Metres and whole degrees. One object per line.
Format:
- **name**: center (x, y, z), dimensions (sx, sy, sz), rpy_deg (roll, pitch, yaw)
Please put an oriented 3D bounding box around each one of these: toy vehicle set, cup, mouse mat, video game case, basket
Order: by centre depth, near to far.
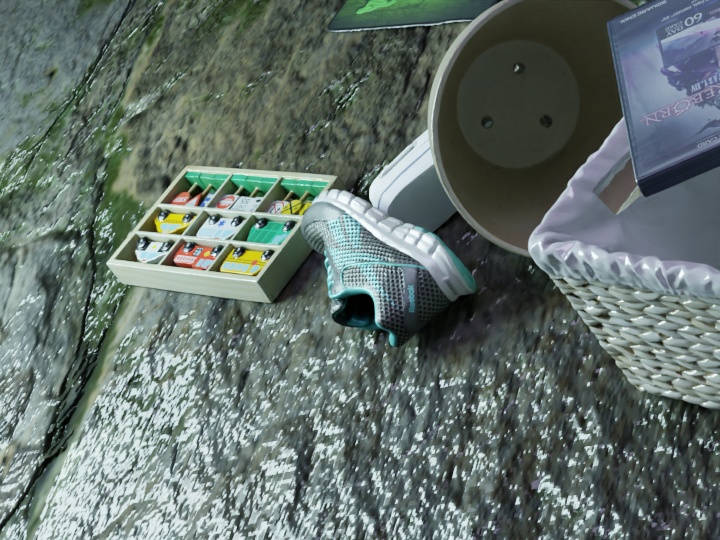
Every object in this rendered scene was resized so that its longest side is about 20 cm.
- **basket**: center (0.256, -0.020, 1.505), dimensions (0.199, 0.161, 0.198), rpy_deg (12, 54, 47)
- **video game case**: center (0.238, -0.137, 1.512), dimensions (0.142, 0.019, 0.200), rpy_deg (-24, 32, 16)
- **cup**: center (0.135, -0.118, 1.734), dimensions (0.200, 0.201, 0.143), rpy_deg (-37, 14, -3)
- **toy vehicle set**: center (-0.114, -0.034, 1.971), dimensions (0.199, 0.027, 0.124), rpy_deg (6, 50, 45)
- **mouse mat**: center (0.074, -0.280, 2.136), dimensions (0.199, 0.008, 0.161), rpy_deg (0, 46, 43)

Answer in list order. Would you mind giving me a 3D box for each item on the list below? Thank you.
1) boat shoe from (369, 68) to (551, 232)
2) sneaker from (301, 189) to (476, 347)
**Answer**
- **boat shoe**: center (0.090, -0.109, 1.844), dimensions (0.199, 0.074, 0.065), rpy_deg (-34, 36, -3)
- **sneaker**: center (0.000, 0.000, 1.789), dimensions (0.091, 0.078, 0.200), rpy_deg (-47, 33, -12)
